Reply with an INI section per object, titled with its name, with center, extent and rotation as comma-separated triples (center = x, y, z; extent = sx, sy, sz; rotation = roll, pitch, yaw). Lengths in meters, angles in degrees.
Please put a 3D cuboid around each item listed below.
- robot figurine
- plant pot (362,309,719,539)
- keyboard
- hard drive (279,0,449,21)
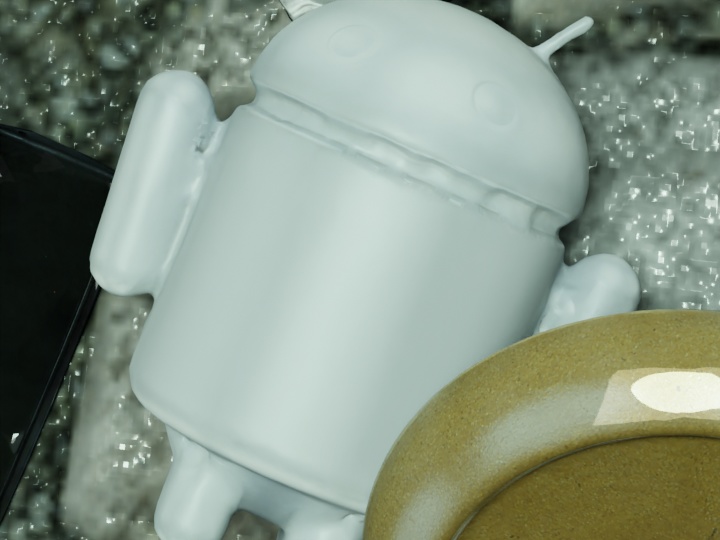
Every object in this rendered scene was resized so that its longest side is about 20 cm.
[robot figurine]
center = 0.000, 0.000, 0.796
extent = 0.169, 0.113, 0.201
rotation = 23, 94, -6
[plant pot]
center = 0.096, 0.099, 0.740
extent = 0.199, 0.028, 0.201
rotation = 5, 125, 7
[keyboard]
center = -0.162, 0.040, 0.889
extent = 0.104, 0.040, 0.201
rotation = 24, 92, -13
[hard drive]
center = 0.034, -0.178, 0.839
extent = 0.199, 0.038, 0.140
rotation = -33, 77, 12
